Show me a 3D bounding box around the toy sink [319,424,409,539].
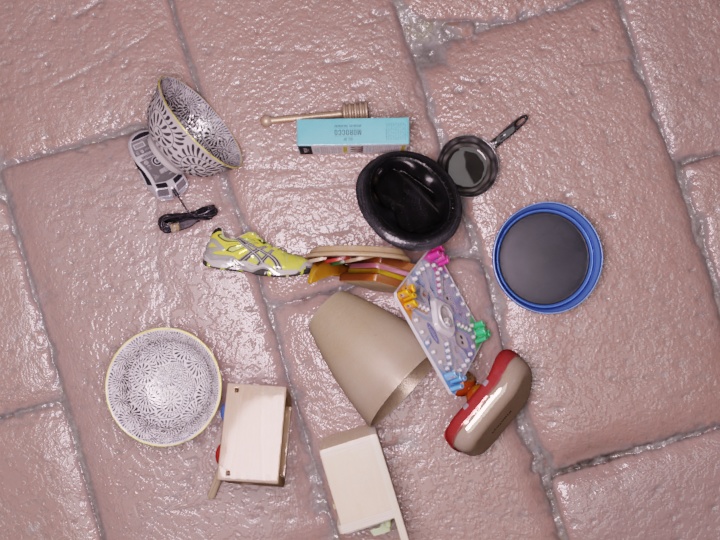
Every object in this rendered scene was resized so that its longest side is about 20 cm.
[{"bbox_3d":[0.003,0.385,1.484,0.111,0.130,0.201,-17,89,-1],"label":"toy sink"}]

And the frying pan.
[{"bbox_3d":[0.212,-0.222,1.550,0.114,0.031,0.191,28,85,0],"label":"frying pan"}]

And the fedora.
[{"bbox_3d":[0.081,-0.110,1.505,0.199,0.092,0.202,3,66,-6],"label":"fedora"}]

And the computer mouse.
[{"bbox_3d":[-0.350,-0.162,1.536,0.109,0.044,0.201,-28,84,-25],"label":"computer mouse"}]

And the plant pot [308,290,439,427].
[{"bbox_3d":[0.009,0.136,1.480,0.200,0.187,0.187,42,89,15],"label":"plant pot"}]

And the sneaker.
[{"bbox_3d":[-0.181,-0.030,1.522,0.198,0.075,0.077,8,89,-1],"label":"sneaker"}]

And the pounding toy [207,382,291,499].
[{"bbox_3d":[-0.198,0.303,1.473,0.141,0.200,0.186,4,74,0],"label":"pounding toy"}]

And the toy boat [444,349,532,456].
[{"bbox_3d":[0.208,0.220,1.507,0.131,0.130,0.200,40,88,30],"label":"toy boat"}]

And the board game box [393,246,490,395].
[{"bbox_3d":[0.146,0.078,1.449,0.026,0.200,0.201,-23,103,32],"label":"board game box"}]

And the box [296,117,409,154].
[{"bbox_3d":[-0.013,-0.241,1.525,0.198,0.082,0.050,-1,87,-1],"label":"box"}]

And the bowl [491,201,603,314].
[{"bbox_3d":[0.336,-0.023,1.541,0.199,0.039,0.202,0,89,-1],"label":"bowl"}]

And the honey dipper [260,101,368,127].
[{"bbox_3d":[-0.085,-0.283,1.550,0.198,0.038,0.038,-3,88,2],"label":"honey dipper"}]

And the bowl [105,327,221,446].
[{"bbox_3d":[-0.337,0.201,1.497,0.199,0.094,0.203,0,88,0],"label":"bowl"}]

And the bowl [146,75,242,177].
[{"bbox_3d":[-0.308,-0.231,1.481,0.094,0.201,0.201,-37,89,15],"label":"bowl"}]

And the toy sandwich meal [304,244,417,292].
[{"bbox_3d":[0.000,0.000,1.470,0.203,0.205,0.071,2,86,0],"label":"toy sandwich meal"}]
